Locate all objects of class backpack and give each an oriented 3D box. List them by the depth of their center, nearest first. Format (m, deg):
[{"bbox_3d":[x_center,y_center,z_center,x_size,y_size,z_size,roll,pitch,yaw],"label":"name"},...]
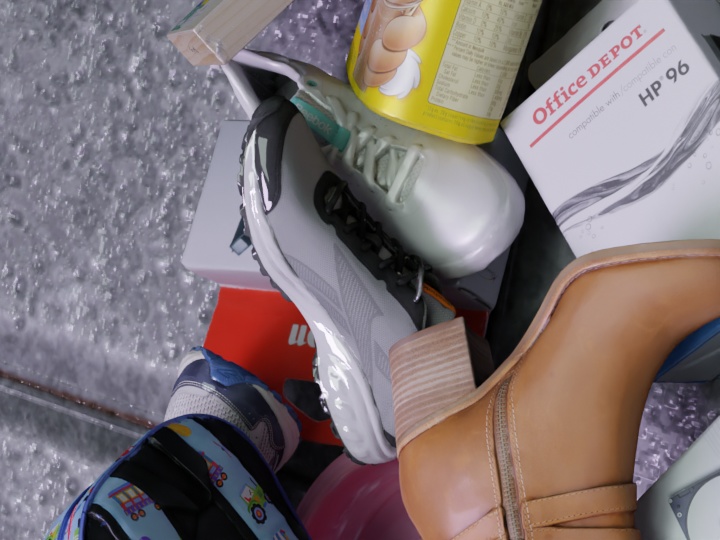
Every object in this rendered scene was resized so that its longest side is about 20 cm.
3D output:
[{"bbox_3d":[-0.092,0.185,1.013,0.134,0.183,0.201,-22,103,37],"label":"backpack"}]

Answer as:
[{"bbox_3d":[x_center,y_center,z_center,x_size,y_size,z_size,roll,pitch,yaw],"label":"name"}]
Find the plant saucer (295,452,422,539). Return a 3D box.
[{"bbox_3d":[0.044,0.187,1.083,0.199,0.051,0.203,-2,86,36],"label":"plant saucer"}]

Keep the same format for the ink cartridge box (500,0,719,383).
[{"bbox_3d":[0.151,-0.059,1.000,0.116,0.068,0.201,-41,65,28],"label":"ink cartridge box"}]

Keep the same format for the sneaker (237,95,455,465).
[{"bbox_3d":[0.000,0.000,1.009,0.079,0.074,0.201,-17,110,24],"label":"sneaker"}]

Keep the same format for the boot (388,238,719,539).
[{"bbox_3d":[0.110,0.081,0.917,0.199,0.073,0.156,-25,64,26],"label":"boot"}]

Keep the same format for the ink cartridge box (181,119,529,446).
[{"bbox_3d":[-0.016,0.006,1.109,0.199,0.043,0.175,4,72,37],"label":"ink cartridge box"}]

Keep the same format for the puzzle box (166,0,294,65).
[{"bbox_3d":[-0.042,-0.162,1.063,0.133,0.200,0.025,-44,101,-2],"label":"puzzle box"}]

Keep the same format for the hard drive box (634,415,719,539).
[{"bbox_3d":[0.181,0.174,0.930,0.200,0.077,0.156,-48,61,7],"label":"hard drive box"}]

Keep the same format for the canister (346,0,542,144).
[{"bbox_3d":[0.059,-0.179,1.030,0.086,0.149,0.202,16,105,-9],"label":"canister"}]

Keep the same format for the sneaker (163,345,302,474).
[{"bbox_3d":[-0.088,0.122,1.110,0.077,0.085,0.201,27,145,10],"label":"sneaker"}]

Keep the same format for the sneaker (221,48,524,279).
[{"bbox_3d":[-0.004,-0.062,1.045,0.199,0.088,0.076,32,88,40],"label":"sneaker"}]
